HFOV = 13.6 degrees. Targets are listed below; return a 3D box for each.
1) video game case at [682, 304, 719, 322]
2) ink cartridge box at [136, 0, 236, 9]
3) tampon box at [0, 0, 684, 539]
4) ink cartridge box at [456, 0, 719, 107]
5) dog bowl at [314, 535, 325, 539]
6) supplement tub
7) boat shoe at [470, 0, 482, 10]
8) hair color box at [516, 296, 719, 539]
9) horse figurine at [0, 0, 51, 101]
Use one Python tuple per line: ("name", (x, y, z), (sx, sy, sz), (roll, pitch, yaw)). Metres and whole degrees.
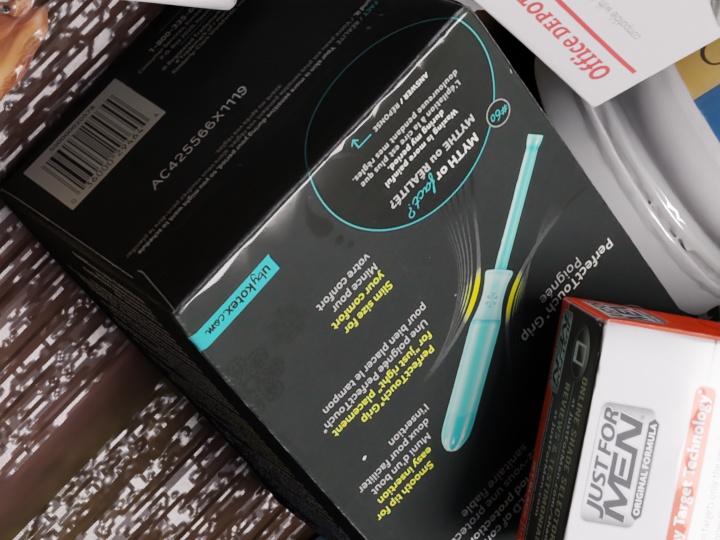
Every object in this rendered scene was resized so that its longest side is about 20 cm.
("video game case", (0.151, 0.076, 1.201), (0.036, 0.200, 0.182), (30, 92, -39))
("ink cartridge box", (-0.094, -0.192, 0.998), (0.160, 0.050, 0.201), (3, 106, -37))
("tampon box", (0.000, 0.000, 1.101), (0.150, 0.126, 0.200), (-46, 131, -9))
("ink cartridge box", (0.099, -0.128, 1.043), (0.199, 0.067, 0.116), (-29, 151, 17))
("dog bowl", (-0.022, 0.181, 1.221), (0.200, 0.050, 0.112), (-44, 129, -11))
("supplement tub", (0.181, -0.085, 1.142), (0.199, 0.145, 0.145), (-32, 134, 19))
("boat shoe", (0.028, -0.171, 1.084), (0.073, 0.063, 0.201), (-40, 129, -15))
("hair color box", (0.163, 0.076, 1.074), (0.199, 0.061, 0.102), (10, 96, -13))
("horse figurine", (-0.178, -0.013, 1.009), (0.132, 0.050, 0.201), (-7, 120, -31))
